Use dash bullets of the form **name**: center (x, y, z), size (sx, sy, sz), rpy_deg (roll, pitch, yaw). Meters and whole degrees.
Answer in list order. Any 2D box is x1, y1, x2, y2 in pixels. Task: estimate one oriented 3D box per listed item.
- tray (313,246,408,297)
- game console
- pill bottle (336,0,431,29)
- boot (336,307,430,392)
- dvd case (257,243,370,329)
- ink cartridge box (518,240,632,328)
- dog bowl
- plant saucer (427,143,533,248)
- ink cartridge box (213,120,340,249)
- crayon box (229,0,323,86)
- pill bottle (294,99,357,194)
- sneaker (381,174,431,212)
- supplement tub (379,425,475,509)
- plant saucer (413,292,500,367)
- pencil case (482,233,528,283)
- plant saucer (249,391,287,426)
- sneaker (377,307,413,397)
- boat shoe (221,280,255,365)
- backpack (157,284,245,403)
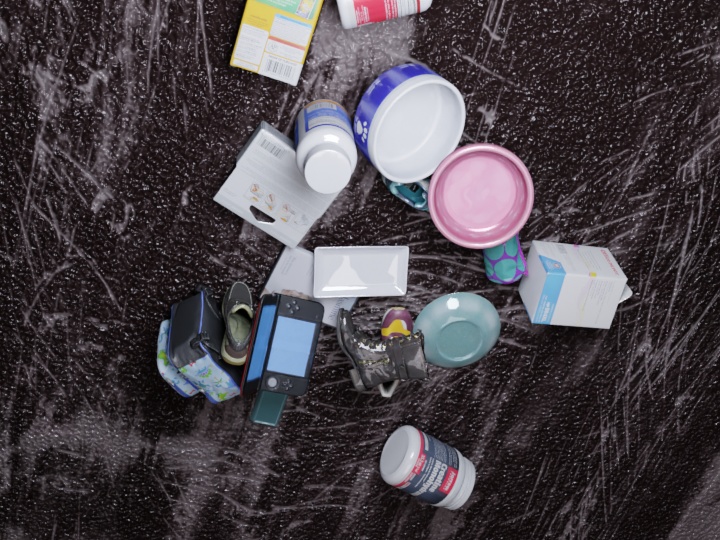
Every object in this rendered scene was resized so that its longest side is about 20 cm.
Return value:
- **tray**: center (0.000, 0.000, 1.784), size (0.196, 0.022, 0.110), rpy_deg (-1, 108, -11)
- **game console**: center (-0.154, 0.156, 1.750), size (0.169, 0.118, 0.204), rpy_deg (13, 92, -21)
- **pill bottle**: center (0.053, -0.482, 1.456), size (0.196, 0.113, 0.114), rpy_deg (-13, 122, 2)
- **boot**: center (0.050, 0.154, 1.817), size (0.171, 0.069, 0.203), rpy_deg (-17, 100, 14)
- **dvd case**: center (-0.098, 0.036, 1.814), size (0.197, 0.018, 0.144), rpy_deg (22, 116, -19)
- **ink cartridge box**: center (0.448, 0.031, 1.804), size (0.196, 0.129, 0.127), rpy_deg (6, 122, -9)
- **dog bowl**: center (0.088, -0.265, 1.569), size (0.197, 0.079, 0.203), rpy_deg (-20, 133, -23)
- **plant saucer**: center (0.223, -0.143, 1.629), size (0.196, 0.051, 0.204), rpy_deg (1, 114, 2)
- **ink cartridge box**: center (-0.156, -0.160, 1.673), size (0.198, 0.044, 0.174), rpy_deg (32, 114, -23)
- **crayon box**: center (-0.140, -0.437, 1.500), size (0.124, 0.052, 0.202), rpy_deg (15, 120, -14)
- **pill bottle**: center (-0.062, -0.218, 1.554), size (0.110, 0.201, 0.114), rpy_deg (-3, 123, -4)
- **sneaker**: center (0.130, -0.140, 1.690), size (0.197, 0.087, 0.078), rpy_deg (21, 119, -17)
- **supplement tub**: center (0.156, 0.463, 2.032), size (0.198, 0.141, 0.141), rpy_deg (30, 115, -22)
- **plant saucer**: center (0.213, 0.143, 1.901), size (0.197, 0.039, 0.204), rpy_deg (-2, 121, -4)
- **pencil case**: center (0.287, -0.077, 1.747), size (0.091, 0.086, 0.203), rpy_deg (-3, 123, 11)
- **plant saucer**: center (-0.191, 0.270, 1.950), size (0.069, 0.019, 0.202), rpy_deg (13, 120, -14)
- **sneaker**: center (0.075, 0.177, 1.877), size (0.073, 0.091, 0.203), rpy_deg (3, 122, -8)
- **boat shoe**: center (-0.236, 0.092, 1.723), size (0.071, 0.203, 0.066), rpy_deg (16, 132, -18)
- **backpack**: center (-0.319, 0.171, 1.781), size (0.145, 0.185, 0.201), rpy_deg (-25, 131, 14)
